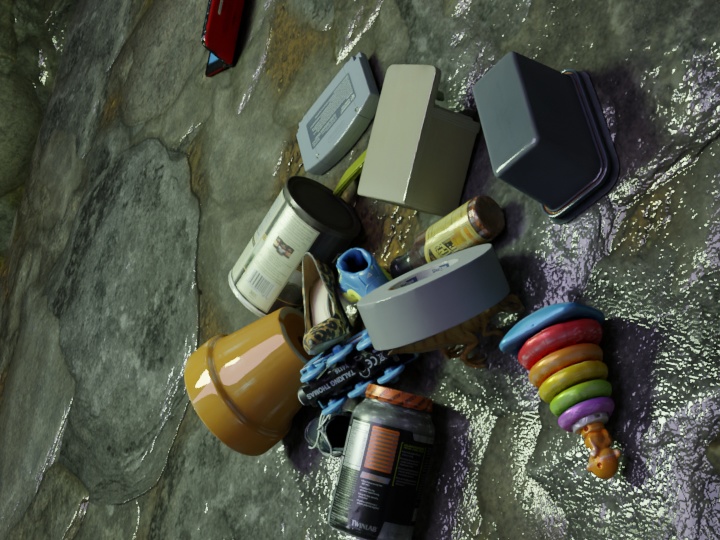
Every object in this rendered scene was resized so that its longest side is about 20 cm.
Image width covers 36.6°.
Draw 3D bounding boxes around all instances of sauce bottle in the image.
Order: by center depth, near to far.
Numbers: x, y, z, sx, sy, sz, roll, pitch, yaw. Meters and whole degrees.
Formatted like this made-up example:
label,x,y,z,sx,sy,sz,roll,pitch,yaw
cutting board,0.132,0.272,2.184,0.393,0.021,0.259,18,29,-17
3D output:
label,x,y,z,sx,sy,sz,roll,pitch,yaw
sauce bottle,0.120,-0.037,1.562,0.199,0.065,0.067,-36,48,44

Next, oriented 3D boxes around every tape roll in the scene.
label,x,y,z,sx,sy,sz,roll,pitch,yaw
tape roll,0.096,0.034,1.444,0.199,0.199,0.067,-18,97,50

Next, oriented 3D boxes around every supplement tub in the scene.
label,x,y,z,sx,sy,sz,roll,pitch,yaw
supplement tub,0.033,0.265,1.495,0.122,0.121,0.204,6,80,54

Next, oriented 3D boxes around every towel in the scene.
label,x,y,z,sx,sy,sz,roll,pitch,yaw
towel,0.028,-0.200,1.774,0.200,0.018,0.086,-43,11,37

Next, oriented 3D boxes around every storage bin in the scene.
label,x,y,z,sx,sy,sz,roll,pitch,yaw
storage bin,0.223,-0.179,1.418,0.145,0.133,0.203,-40,45,37

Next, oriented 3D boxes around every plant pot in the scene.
label,x,y,z,sx,sy,sz,roll,pitch,yaw
plant pot,-0.150,0.162,1.747,0.183,0.199,0.202,-39,45,22

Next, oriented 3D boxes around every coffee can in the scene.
label,x,y,z,sx,sy,sz,roll,pitch,yaw
coffee can,-0.111,-0.032,1.806,0.201,0.145,0.147,-54,38,24

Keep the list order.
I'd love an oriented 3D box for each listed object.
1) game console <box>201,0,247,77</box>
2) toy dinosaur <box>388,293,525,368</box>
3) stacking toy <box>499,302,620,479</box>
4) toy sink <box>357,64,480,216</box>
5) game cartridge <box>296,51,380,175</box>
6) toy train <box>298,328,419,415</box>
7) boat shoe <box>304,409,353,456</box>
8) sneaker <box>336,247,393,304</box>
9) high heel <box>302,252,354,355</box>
label,x,y,z,sx,sy,sz,roll,pitch,yaw
game console,-0.315,-0.544,2.350,0.117,0.172,0.204,3,77,27
toy dinosaur,0.122,0.086,1.446,0.197,0.107,0.061,-26,43,-10
stacking toy,0.256,0.147,1.272,0.115,0.109,0.203,-33,61,27
toy sink,0.094,-0.192,1.624,0.130,0.111,0.204,15,93,55
game cartridge,-0.039,-0.268,1.908,0.200,0.041,0.135,-46,46,32
toy train,-0.004,0.136,1.605,0.198,0.087,0.114,-31,7,23
boat shoe,-0.031,0.245,1.646,0.198,0.061,0.076,-1,76,54
sneaker,0.000,0.000,1.650,0.075,0.106,0.199,-38,24,-12
high heel,-0.074,0.048,1.648,0.071,0.200,0.144,-27,91,14
